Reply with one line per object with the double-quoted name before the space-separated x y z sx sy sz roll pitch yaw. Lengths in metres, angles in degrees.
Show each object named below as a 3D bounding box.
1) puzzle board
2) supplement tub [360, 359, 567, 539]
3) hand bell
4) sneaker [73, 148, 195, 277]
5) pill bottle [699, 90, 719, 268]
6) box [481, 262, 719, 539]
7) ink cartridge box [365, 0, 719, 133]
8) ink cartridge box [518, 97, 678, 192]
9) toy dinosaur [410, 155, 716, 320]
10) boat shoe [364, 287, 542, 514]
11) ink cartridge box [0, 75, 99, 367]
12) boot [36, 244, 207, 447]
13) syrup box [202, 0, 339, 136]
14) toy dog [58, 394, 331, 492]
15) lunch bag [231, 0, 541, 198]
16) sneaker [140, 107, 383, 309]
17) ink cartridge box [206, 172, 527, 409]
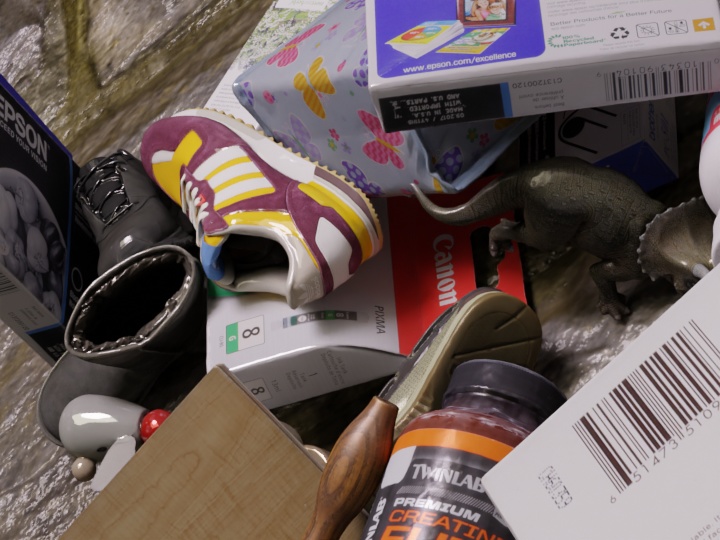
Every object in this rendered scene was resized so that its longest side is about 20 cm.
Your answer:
"puzzle board" -0.093 0.175 1.333 0.200 0.151 0.017 -48 -7 20
"supplement tub" 0.054 0.151 1.233 0.107 0.107 0.200 -7 52 43
"hand bell" -0.028 0.164 1.270 0.104 0.104 0.200 31 95 54
"sneaker" -0.170 -0.038 1.605 0.076 0.091 0.200 -36 10 1
"pill bottle" 0.246 -0.084 1.249 0.109 0.109 0.200 -17 46 36
"box" 0.197 0.124 1.086 0.199 0.131 0.200 -43 36 7
"ink cartridge box" 0.102 -0.167 1.282 0.197 0.043 0.200 -7 46 6
"ink cartridge box" 0.151 -0.125 1.444 0.094 0.044 0.200 -25 41 28
"toy dinosaur" 0.132 -0.032 1.302 0.077 0.200 0.102 -59 -5 -32
"boat shoe" 0.038 0.098 1.339 0.201 0.072 0.066 -58 12 5
"ink cartridge box" -0.241 -0.055 1.623 0.043 0.198 0.201 -13 58 16
"boot" -0.163 0.054 1.499 0.182 0.073 0.200 -47 1 3
"syrup box" -0.034 -0.143 1.626 0.079 0.081 0.200 11 66 53
"toy dog" -0.103 0.138 1.400 0.200 0.132 0.097 0 69 50
"lunch bag" 0.046 -0.140 1.419 0.200 0.127 0.169 -40 20 -28
"sneaker" -0.084 -0.039 1.416 0.200 0.075 0.090 23 49 37
"ink cartridge box" 0.000 0.000 1.428 0.199 0.050 0.161 -18 41 12
